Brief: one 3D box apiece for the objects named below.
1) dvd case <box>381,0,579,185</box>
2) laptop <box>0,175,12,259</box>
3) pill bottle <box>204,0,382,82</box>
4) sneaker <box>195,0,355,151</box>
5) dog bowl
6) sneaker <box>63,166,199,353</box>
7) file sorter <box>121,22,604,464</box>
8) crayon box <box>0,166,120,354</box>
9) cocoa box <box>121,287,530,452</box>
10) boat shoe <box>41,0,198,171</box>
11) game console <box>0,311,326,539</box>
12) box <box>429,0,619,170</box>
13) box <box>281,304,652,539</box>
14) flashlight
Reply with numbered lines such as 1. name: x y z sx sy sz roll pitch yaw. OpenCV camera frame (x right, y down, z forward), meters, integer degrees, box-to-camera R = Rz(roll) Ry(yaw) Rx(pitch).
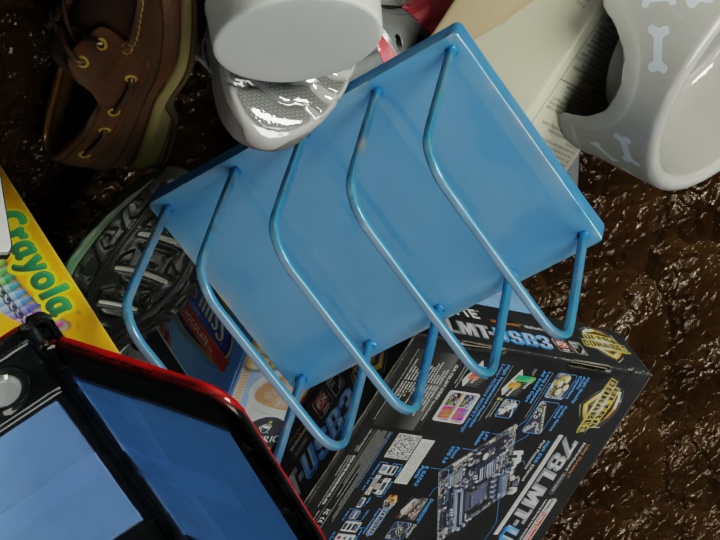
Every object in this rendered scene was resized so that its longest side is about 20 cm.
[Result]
1. dvd case: 0.045 -0.084 1.525 0.199 0.025 0.151 1 94 -33
2. laptop: -0.249 -0.119 1.287 0.186 0.201 0.116 0 159 -34
3. pill bottle: -0.042 -0.199 1.277 0.111 0.201 0.112 -7 157 -3
4. sneaker: -0.050 -0.117 1.366 0.074 0.201 0.082 21 125 -16
5. dog bowl: 0.195 -0.129 1.409 0.200 0.059 0.201 -38 155 -22
6. sneaker: -0.153 0.016 1.481 0.074 0.080 0.201 18 121 -32
7. file sorter: 0.000 0.000 1.325 0.199 0.123 0.139 -28 114 24
8. crayon box: -0.205 0.035 1.378 0.118 0.200 0.058 -25 136 -14
9. cocoa box: -0.024 0.038 1.550 0.199 0.134 0.132 0 128 -34
10. boat shoe: -0.129 -0.120 1.375 0.067 0.072 0.201 -10 146 -20
11. game console: -0.122 0.126 1.276 0.172 0.119 0.200 -33 138 -5
12. box: 0.081 -0.098 1.429 0.201 0.078 0.095 -55 155 7
13. box: 0.044 0.112 1.526 0.198 0.050 0.201 9 122 -42
14. flashlight: 0.046 -0.149 1.466 0.200 0.068 0.068 -34 107 -27
